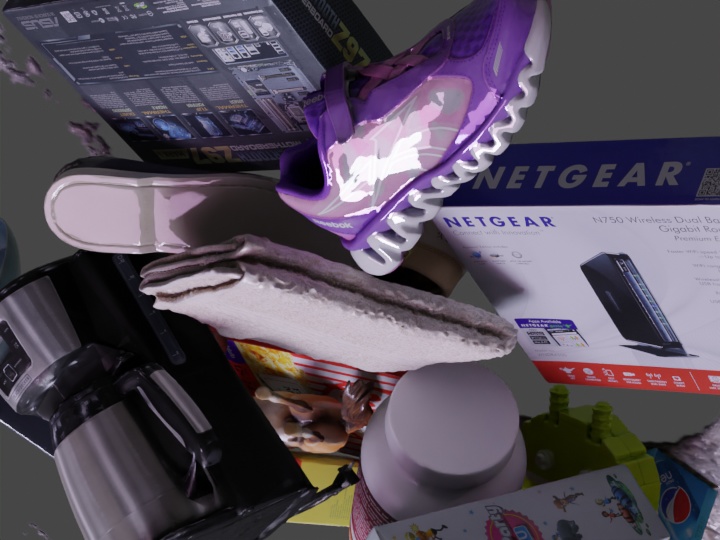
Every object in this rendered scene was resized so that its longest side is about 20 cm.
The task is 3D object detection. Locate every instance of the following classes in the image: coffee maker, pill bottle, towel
[{"bbox_3d":[-0.132,0.090,0.978,0.201,0.135,0.192,58,-160,16],"label":"coffee maker"},{"bbox_3d":[0.053,0.146,1.049,0.112,0.113,0.200,21,148,9],"label":"pill bottle"},{"bbox_3d":[-0.020,0.026,0.896,0.199,0.035,0.132,17,165,-30],"label":"towel"}]

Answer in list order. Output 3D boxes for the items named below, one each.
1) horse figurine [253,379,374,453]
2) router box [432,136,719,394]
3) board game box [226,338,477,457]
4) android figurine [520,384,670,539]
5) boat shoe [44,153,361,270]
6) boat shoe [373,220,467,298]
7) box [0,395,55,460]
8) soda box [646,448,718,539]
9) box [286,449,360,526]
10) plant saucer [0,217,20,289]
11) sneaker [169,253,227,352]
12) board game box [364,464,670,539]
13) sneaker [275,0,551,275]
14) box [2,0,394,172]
[{"bbox_3d":[-0.069,0.106,1.123,0.199,0.050,0.132,0,169,26],"label":"horse figurine"},{"bbox_3d":[0.163,0.001,0.880,0.199,0.049,0.180,1,143,39],"label":"router box"},{"bbox_3d":[0.003,0.091,1.165,0.199,0.046,0.152,9,148,28],"label":"board game box"},{"bbox_3d":[0.155,0.182,1.085,0.182,0.041,0.201,23,117,54],"label":"android figurine"},{"bbox_3d":[-0.091,-0.039,0.945,0.199,0.063,0.073,9,116,0],"label":"boat shoe"},{"bbox_3d":[0.000,0.000,0.991,0.074,0.069,0.200,38,150,-22],"label":"boat shoe"},{"bbox_3d":[-0.232,0.106,1.269,0.200,0.104,0.182,40,170,-25],"label":"box"},{"bbox_3d":[0.178,0.196,1.174,0.064,0.068,0.200,35,151,-15],"label":"soda box"},{"bbox_3d":[-0.072,0.159,1.148,0.199,0.050,0.075,12,176,-34],"label":"box"},{"bbox_3d":[-0.323,0.053,1.215,0.027,0.201,0.200,30,153,-26],"label":"plant saucer"},{"bbox_3d":[-0.138,0.004,1.129,0.078,0.116,0.200,2,-167,-31],"label":"sneaker"},{"bbox_3d":[0.079,0.205,0.984,0.064,0.199,0.148,60,142,29],"label":"board game box"},{"bbox_3d":[0.021,-0.081,0.775,0.088,0.081,0.200,25,132,-17],"label":"sneaker"},{"bbox_3d":[-0.084,-0.122,0.874,0.199,0.051,0.158,0,144,39],"label":"box"}]
